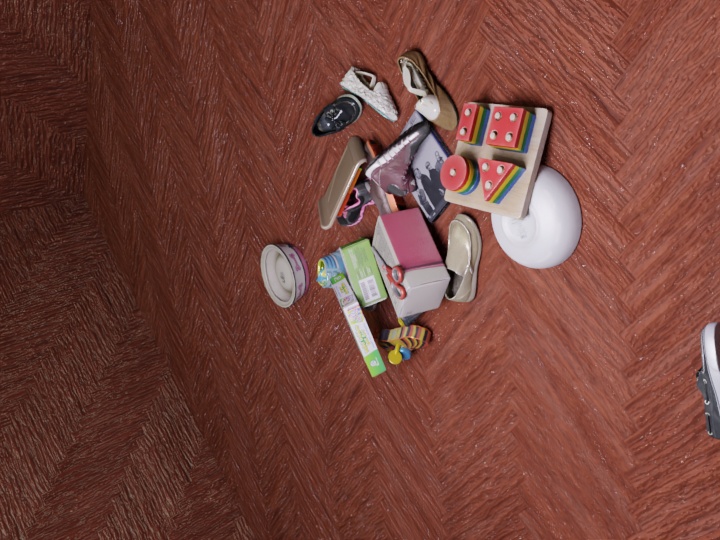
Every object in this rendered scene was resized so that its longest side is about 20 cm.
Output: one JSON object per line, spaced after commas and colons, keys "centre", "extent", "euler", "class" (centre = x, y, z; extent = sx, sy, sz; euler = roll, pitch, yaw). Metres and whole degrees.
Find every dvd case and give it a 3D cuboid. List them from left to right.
{"centre": [0.148, -0.235, 1.447], "extent": [0.203, 0.024, 0.151], "euler": [60, 143, 17], "class": "dvd case"}

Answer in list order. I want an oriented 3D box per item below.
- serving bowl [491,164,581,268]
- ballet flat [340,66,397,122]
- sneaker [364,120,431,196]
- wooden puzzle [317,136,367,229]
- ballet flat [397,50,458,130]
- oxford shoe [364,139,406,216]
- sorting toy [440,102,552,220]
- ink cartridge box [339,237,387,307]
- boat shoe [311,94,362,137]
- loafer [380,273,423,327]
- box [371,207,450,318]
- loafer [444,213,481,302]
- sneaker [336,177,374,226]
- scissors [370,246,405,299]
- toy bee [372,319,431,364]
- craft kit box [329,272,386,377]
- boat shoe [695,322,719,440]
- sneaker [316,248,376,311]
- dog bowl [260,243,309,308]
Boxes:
{"centre": [0.325, -0.097, 1.238], "extent": [0.198, 0.065, 0.207], "euler": [27, 126, 44], "class": "serving bowl"}
{"centre": [0.025, -0.422, 1.499], "extent": [0.199, 0.070, 0.073], "euler": [43, 135, 33], "class": "ballet flat"}
{"centre": [0.109, -0.240, 1.436], "extent": [0.116, 0.076, 0.198], "euler": [47, 132, -12], "class": "sneaker"}
{"centre": [-0.043, -0.217, 1.586], "extent": [0.203, 0.036, 0.187], "euler": [-59, 20, 21], "class": "wooden puzzle"}
{"centre": [0.135, -0.381, 1.362], "extent": [0.068, 0.071, 0.205], "euler": [-39, 74, 51], "class": "ballet flat"}
{"centre": [0.042, -0.213, 1.541], "extent": [0.071, 0.071, 0.206], "euler": [-21, 88, 29], "class": "oxford shoe"}
{"centre": [0.244, -0.220, 1.228], "extent": [0.197, 0.068, 0.206], "euler": [21, 100, 48], "class": "sorting toy"}
{"centre": [0.000, 0.000, 1.621], "extent": [0.200, 0.074, 0.152], "euler": [-145, 36, -82], "class": "ink cartridge box"}
{"centre": [-0.068, -0.383, 1.613], "extent": [0.197, 0.066, 0.075], "euler": [-1, 132, 55], "class": "boat shoe"}
{"centre": [0.100, 0.046, 1.605], "extent": [0.203, 0.071, 0.073], "euler": [61, -177, 34], "class": "loafer"}
{"centre": [0.111, -0.019, 1.461], "extent": [0.129, 0.105, 0.204], "euler": [103, 151, -56], "class": "box"}
{"centre": [0.220, -0.020, 1.407], "extent": [0.075, 0.067, 0.207], "euler": [17, 118, 48], "class": "loafer"}
{"centre": [-0.025, -0.172, 1.646], "extent": [0.081, 0.094, 0.200], "euler": [60, 144, 11], "class": "sneaker"}
{"centre": [0.058, 0.005, 1.438], "extent": [0.200, 0.013, 0.076], "euler": [-140, 39, -64], "class": "scissors"}
{"centre": [0.085, 0.183, 1.624], "extent": [0.201, 0.107, 0.133], "euler": [-49, 22, 35], "class": "toy bee"}
{"centre": [-0.009, 0.132, 1.605], "extent": [0.198, 0.047, 0.205], "euler": [-115, 3, -66], "class": "craft kit box"}
{"centre": [0.573, 0.184, 1.031], "extent": [0.056, 0.067, 0.207], "euler": [-6, 102, 53], "class": "boat shoe"}
{"centre": [-0.048, 0.040, 1.736], "extent": [0.202, 0.128, 0.080], "euler": [55, 139, 21], "class": "sneaker"}
{"centre": [-0.234, 0.009, 2.017], "extent": [0.198, 0.072, 0.207], "euler": [25, 124, 44], "class": "dog bowl"}
